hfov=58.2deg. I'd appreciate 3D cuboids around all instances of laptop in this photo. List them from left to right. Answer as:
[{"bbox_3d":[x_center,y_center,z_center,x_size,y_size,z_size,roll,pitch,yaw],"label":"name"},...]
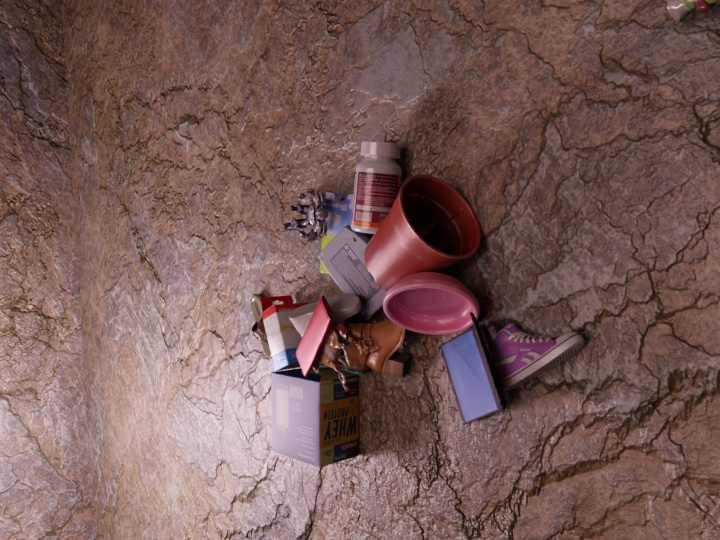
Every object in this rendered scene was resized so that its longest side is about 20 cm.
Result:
[{"bbox_3d":[0.215,0.201,1.294,0.102,0.200,0.180,-20,70,9],"label":"laptop"}]

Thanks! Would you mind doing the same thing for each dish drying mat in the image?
[{"bbox_3d":[-0.107,0.155,1.510,0.077,0.018,0.202,60,140,38],"label":"dish drying mat"}]

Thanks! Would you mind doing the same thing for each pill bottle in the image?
[{"bbox_3d":[0.039,-0.188,1.479,0.109,0.108,0.204,13,100,45],"label":"pill bottle"}]

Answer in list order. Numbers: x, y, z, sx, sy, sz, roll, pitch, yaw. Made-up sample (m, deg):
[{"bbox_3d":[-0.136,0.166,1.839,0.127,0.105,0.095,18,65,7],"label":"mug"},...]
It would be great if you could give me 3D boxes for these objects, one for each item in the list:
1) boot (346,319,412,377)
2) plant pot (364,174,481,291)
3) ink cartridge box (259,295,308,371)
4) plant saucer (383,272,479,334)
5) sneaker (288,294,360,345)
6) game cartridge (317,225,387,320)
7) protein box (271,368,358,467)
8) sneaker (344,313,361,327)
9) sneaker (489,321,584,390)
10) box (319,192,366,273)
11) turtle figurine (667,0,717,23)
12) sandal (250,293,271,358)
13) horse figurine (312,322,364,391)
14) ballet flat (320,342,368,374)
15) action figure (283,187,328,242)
[{"bbox_3d":[0.045,0.137,1.481,0.153,0.077,0.203,15,115,24],"label":"boot"},{"bbox_3d":[0.115,-0.060,1.357,0.195,0.198,0.203,-46,59,45],"label":"plant pot"},{"bbox_3d":[-0.187,0.154,1.717,0.067,0.115,0.203,-29,71,43],"label":"ink cartridge box"},{"bbox_3d":[0.146,0.065,1.331,0.199,0.199,0.052,-27,42,42],"label":"plant saucer"},{"bbox_3d":[-0.066,0.130,1.554,0.197,0.074,0.117,-14,114,31],"label":"sneaker"},{"bbox_3d":[0.000,0.000,1.529,0.133,0.041,0.201,-43,80,31],"label":"game cartridge"},{"bbox_3d":[-0.117,0.362,1.634,0.197,0.134,0.204,0,91,46],"label":"protein box"},{"bbox_3d":[-0.071,0.144,1.632,0.199,0.075,0.092,-35,76,45],"label":"sneaker"},{"bbox_3d":[0.320,0.137,1.222,0.200,0.072,0.116,-39,61,39],"label":"sneaker"},{"bbox_3d":[-0.042,-0.088,1.609,0.121,0.047,0.204,10,98,45],"label":"box"},{"bbox_3d":[0.571,-0.418,0.945,0.194,0.197,0.146,31,137,62],"label":"turtle figurine"},{"bbox_3d":[-0.289,0.162,1.865,0.080,0.057,0.203,-45,60,37],"label":"sandal"},{"bbox_3d":[-0.055,0.187,1.494,0.133,0.049,0.202,49,138,32],"label":"horse figurine"},{"bbox_3d":[-0.057,0.216,1.622,0.198,0.067,0.074,-3,79,44],"label":"ballet flat"},{"bbox_3d":[-0.132,-0.137,1.641,0.199,0.068,0.133,-179,96,-65],"label":"action figure"}]
